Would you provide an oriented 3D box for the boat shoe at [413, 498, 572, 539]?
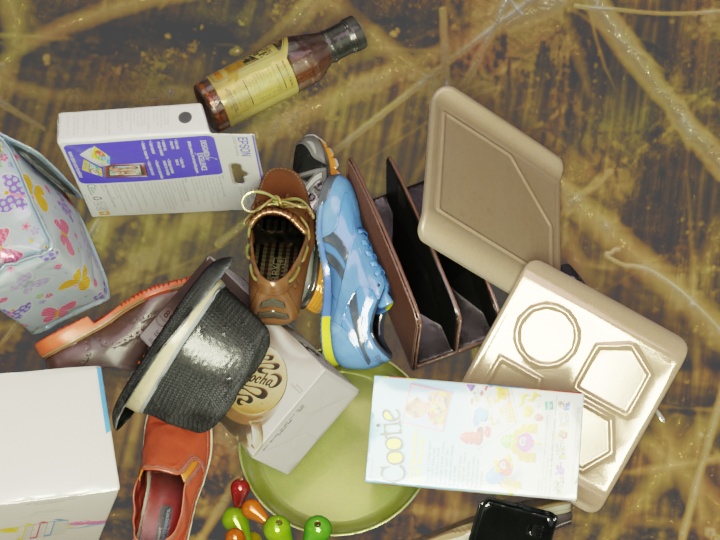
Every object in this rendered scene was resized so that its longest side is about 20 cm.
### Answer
[{"bbox_3d":[0.119,0.276,1.536,0.200,0.072,0.065,-17,88,-14],"label":"boat shoe"}]

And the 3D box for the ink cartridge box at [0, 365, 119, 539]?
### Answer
[{"bbox_3d":[-0.316,0.192,1.523,0.125,0.200,0.129,-5,66,-19],"label":"ink cartridge box"}]

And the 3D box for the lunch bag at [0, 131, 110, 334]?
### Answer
[{"bbox_3d":[-0.358,-0.059,1.629,0.127,0.170,0.200,-28,67,3],"label":"lunch bag"}]

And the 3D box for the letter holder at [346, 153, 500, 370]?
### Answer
[{"bbox_3d":[0.064,-0.024,1.622,0.100,0.142,0.200,-20,67,-7],"label":"letter holder"}]

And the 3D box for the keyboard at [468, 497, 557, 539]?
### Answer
[{"bbox_3d":[0.137,0.320,1.504,0.104,0.040,0.201,15,96,-2],"label":"keyboard"}]

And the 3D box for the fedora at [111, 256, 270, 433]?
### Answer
[{"bbox_3d":[-0.149,0.088,1.471,0.092,0.201,0.201,34,71,0],"label":"fedora"}]

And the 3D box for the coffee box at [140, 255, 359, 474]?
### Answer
[{"bbox_3d":[-0.113,0.093,1.572,0.113,0.080,0.200,-49,57,2],"label":"coffee box"}]

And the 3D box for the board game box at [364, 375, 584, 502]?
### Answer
[{"bbox_3d":[0.109,0.162,1.518,0.199,0.103,0.105,5,85,3],"label":"board game box"}]

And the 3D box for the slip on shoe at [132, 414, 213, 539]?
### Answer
[{"bbox_3d":[-0.193,0.199,1.580,0.074,0.061,0.200,5,66,6],"label":"slip on shoe"}]

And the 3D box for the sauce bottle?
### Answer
[{"bbox_3d":[-0.088,-0.225,1.759,0.200,0.066,0.066,-28,69,-12],"label":"sauce bottle"}]

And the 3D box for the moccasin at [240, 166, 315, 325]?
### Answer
[{"bbox_3d":[-0.084,-0.038,1.565,0.073,0.078,0.202,6,42,4],"label":"moccasin"}]

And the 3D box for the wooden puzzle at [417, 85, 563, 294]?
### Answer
[{"bbox_3d":[0.136,-0.074,1.637,0.185,0.037,0.200,30,49,-26],"label":"wooden puzzle"}]

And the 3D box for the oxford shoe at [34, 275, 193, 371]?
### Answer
[{"bbox_3d":[-0.236,0.065,1.645,0.200,0.071,0.073,-26,89,-5],"label":"oxford shoe"}]

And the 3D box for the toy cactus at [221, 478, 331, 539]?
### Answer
[{"bbox_3d":[-0.068,0.305,1.512,0.200,0.102,0.165,28,101,20],"label":"toy cactus"}]

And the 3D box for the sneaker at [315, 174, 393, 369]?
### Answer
[{"bbox_3d":[0.000,0.000,1.596,0.078,0.066,0.201,-5,85,23],"label":"sneaker"}]

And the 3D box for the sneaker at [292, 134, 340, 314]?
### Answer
[{"bbox_3d":[-0.067,-0.055,1.668,0.077,0.078,0.201,7,66,-11],"label":"sneaker"}]

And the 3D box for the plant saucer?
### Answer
[{"bbox_3d":[-0.024,0.176,1.600,0.199,0.031,0.201,-1,66,1],"label":"plant saucer"}]

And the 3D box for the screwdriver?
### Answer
[{"bbox_3d":[0.261,0.074,1.633,0.028,0.029,0.200,-28,64,-10],"label":"screwdriver"}]

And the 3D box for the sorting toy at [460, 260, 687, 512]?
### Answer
[{"bbox_3d":[0.205,0.116,1.586,0.185,0.036,0.200,29,90,3],"label":"sorting toy"}]

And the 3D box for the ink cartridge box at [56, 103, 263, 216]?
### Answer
[{"bbox_3d":[-0.200,-0.112,1.640,0.199,0.198,0.044,-1,69,0],"label":"ink cartridge box"}]
